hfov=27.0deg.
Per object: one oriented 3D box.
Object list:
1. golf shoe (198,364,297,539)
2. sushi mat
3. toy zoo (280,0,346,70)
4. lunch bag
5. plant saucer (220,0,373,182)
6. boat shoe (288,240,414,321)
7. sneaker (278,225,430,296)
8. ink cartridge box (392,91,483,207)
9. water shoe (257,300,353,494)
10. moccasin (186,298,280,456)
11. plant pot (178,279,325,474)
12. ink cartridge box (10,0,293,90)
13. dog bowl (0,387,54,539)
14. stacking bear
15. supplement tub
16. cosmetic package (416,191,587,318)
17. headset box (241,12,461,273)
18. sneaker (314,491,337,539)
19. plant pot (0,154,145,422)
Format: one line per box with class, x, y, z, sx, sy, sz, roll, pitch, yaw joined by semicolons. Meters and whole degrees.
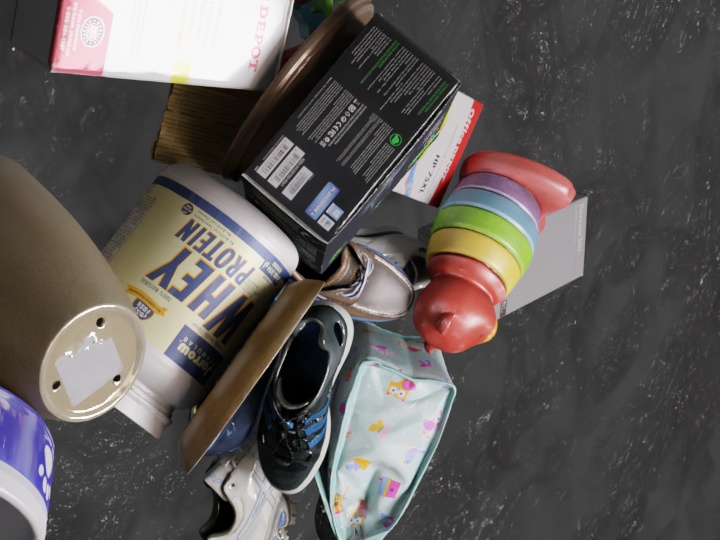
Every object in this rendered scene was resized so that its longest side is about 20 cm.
golf shoe;-0.108;0.192;1.500;0.097;0.078;0.202;0;106;-34
sushi mat;-0.105;-0.130;1.357;0.199;0.012;0.096;9;104;-50
toy zoo;-0.077;-0.240;1.308;0.199;0.020;0.132;-26;123;-36
lunch bag;0.013;0.171;1.527;0.121;0.170;0.201;16;103;-6
plant saucer;-0.047;-0.151;1.289;0.200;0.029;0.200;-52;178;-2
boat shoe;-0.026;0.001;1.412;0.199;0.072;0.073;22;87;-25
sneaker;0.000;0.000;1.499;0.199;0.080;0.077;-15;124;-41
ink cartridge box;0.046;-0.136;1.472;0.199;0.067;0.117;15;100;-55
water shoe;-0.065;0.124;1.407;0.079;0.071;0.201;-32;138;-65
moccasin;-0.122;0.092;1.414;0.068;0.080;0.202;-20;125;-49
plant pot;-0.098;0.084;1.280;0.201;0.027;0.200;-53;-178;3
ink cartridge box;-0.155;-0.225;1.168;0.199;0.083;0.146;1;110;-37
dog bowl;-0.320;0.150;1.069;0.200;0.199;0.079;57;26;-47
stacking bear;0.115;-0.008;1.484;0.201;0.113;0.122;-64;-174;-28
supplement tub;-0.162;0.026;1.280;0.201;0.145;0.145;-55;141;-10
cosmetic package;0.157;-0.019;1.656;0.199;0.090;0.108;-24;125;-34
headset box;-0.012;-0.099;1.275;0.174;0.093;0.200;-50;178;-8
sneaker;0.028;0.232;1.673;0.200;0.074;0.081;-49;143;-13
plant pot;-0.257;0.031;1.135;0.187;0.199;0.189;-26;130;-36
